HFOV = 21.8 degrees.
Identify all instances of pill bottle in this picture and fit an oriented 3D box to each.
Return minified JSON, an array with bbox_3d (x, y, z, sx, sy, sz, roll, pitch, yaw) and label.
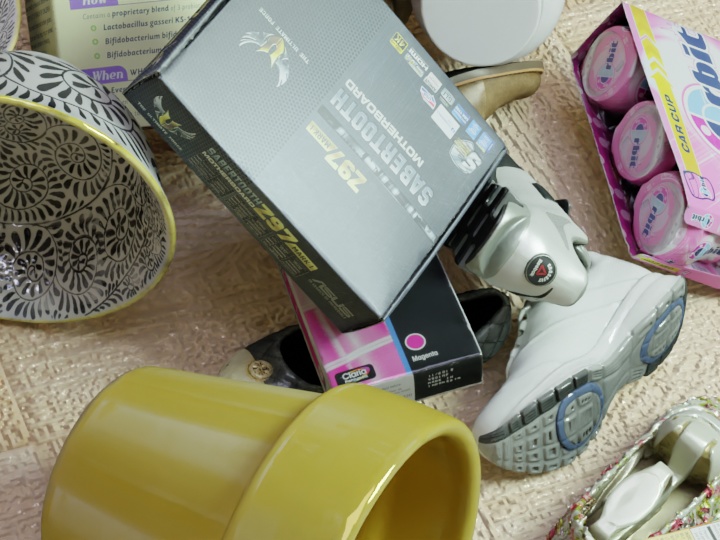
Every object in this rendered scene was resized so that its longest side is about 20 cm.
[{"bbox_3d":[0.092,-0.208,1.318,0.110,0.112,0.200,19,22,2],"label":"pill bottle"}]

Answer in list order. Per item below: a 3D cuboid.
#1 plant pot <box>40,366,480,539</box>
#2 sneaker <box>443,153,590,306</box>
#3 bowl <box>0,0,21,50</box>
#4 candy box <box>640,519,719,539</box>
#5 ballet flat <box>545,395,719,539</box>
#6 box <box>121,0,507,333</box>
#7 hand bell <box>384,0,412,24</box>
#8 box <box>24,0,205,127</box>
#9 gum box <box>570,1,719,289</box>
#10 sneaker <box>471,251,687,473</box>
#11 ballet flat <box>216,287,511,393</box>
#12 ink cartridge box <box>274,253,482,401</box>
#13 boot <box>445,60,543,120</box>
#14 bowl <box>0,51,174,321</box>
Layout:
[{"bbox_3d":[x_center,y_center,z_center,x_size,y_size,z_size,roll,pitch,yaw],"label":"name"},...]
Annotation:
[{"bbox_3d":[-0.060,0.143,1.011,0.187,0.202,0.201,20,48,24],"label":"plant pot"},{"bbox_3d":[0.104,-0.020,1.220,0.088,0.074,0.200,32,15,-11],"label":"sneaker"},{"bbox_3d":[-0.324,-0.140,1.223,0.198,0.095,0.202,7,50,-8],"label":"bowl"},{"bbox_3d":[0.183,0.195,1.063,0.198,0.116,0.056,-11,56,-21],"label":"candy box"},{"bbox_3d":[0.187,0.132,1.149,0.075,0.064,0.200,37,52,17],"label":"ballet flat"},{"bbox_3d":[-0.022,-0.088,1.110,0.200,0.051,0.158,48,58,-15],"label":"box"},{"bbox_3d":[0.000,-0.155,1.262,0.103,0.105,0.201,5,28,-9],"label":"hand bell"},{"bbox_3d":[-0.133,-0.196,1.247,0.174,0.097,0.202,-9,96,-19],"label":"box"},{"bbox_3d":[0.229,-0.081,1.303,0.113,0.066,0.201,16,46,-31],"label":"gum box"},{"bbox_3d":[0.130,0.058,1.203,0.087,0.075,0.200,27,45,29],"label":"sneaker"},{"bbox_3d":[0.002,0.045,1.175,0.198,0.057,0.067,-15,60,-18],"label":"ballet flat"},{"bbox_3d":[0.000,0.000,1.169,0.094,0.037,0.201,-16,49,-9],"label":"ink cartridge box"},{"bbox_3d":[0.056,-0.101,1.315,0.199,0.073,0.076,-22,95,-35],"label":"boot"},{"bbox_3d":[-0.202,-0.066,1.115,0.199,0.202,0.095,11,51,-5],"label":"bowl"}]
